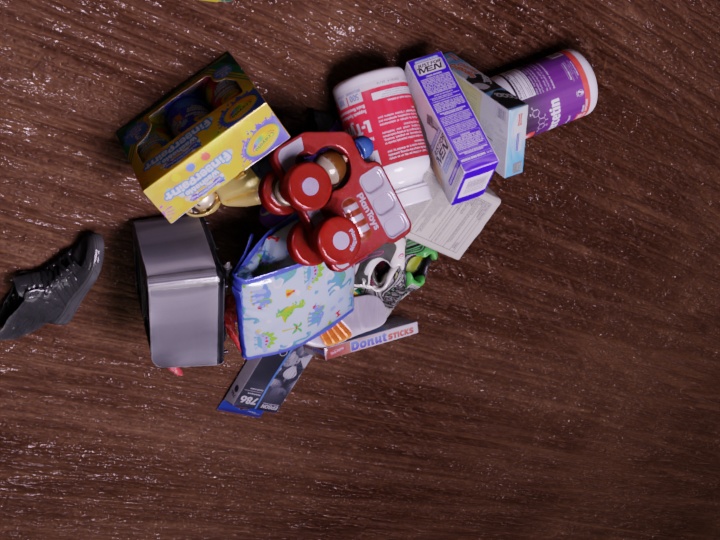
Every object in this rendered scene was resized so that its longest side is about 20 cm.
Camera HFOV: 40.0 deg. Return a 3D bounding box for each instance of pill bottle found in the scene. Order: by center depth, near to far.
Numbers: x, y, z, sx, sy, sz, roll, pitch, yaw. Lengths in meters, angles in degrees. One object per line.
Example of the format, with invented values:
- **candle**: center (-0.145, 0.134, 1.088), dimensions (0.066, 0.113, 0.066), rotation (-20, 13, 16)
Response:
- **pill bottle**: center (0.037, -0.190, 1.464), dimensions (0.112, 0.112, 0.201), rotation (-17, 91, -17)
- **pill bottle**: center (0.272, -0.274, 1.593), dimensions (0.199, 0.113, 0.113), rotation (-23, 132, -12)

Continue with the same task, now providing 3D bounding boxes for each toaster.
- **toaster**: center (-0.268, 0.023, 1.473), dimensions (0.118, 0.181, 0.201), rotation (-7, 128, -18)

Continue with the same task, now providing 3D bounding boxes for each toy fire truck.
- **toy fire truck**: center (-0.033, -0.103, 1.373), dimensions (0.168, 0.112, 0.201), rotation (-34, 104, -24)

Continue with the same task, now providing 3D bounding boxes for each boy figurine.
- **boy figurine**: center (-0.186, -0.146, 1.455), dimensions (0.199, 0.064, 0.125), rotation (-28, 105, 14)

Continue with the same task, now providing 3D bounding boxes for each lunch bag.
- **lunch bag**: center (-0.110, 0.024, 1.492), dimensions (0.200, 0.127, 0.171), rotation (-37, 143, -34)

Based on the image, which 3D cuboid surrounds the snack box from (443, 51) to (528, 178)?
- **snack box**: center (0.178, -0.239, 1.506), dimensions (0.037, 0.200, 0.117), rotation (-21, 133, -22)

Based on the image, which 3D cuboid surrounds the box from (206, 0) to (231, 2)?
- **box**: center (-0.244, -0.408, 1.249), dimensions (0.199, 0.048, 0.118), rotation (1, 124, -27)

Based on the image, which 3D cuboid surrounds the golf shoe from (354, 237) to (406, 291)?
- **golf shoe**: center (0.000, 0.000, 1.566), dimensions (0.077, 0.088, 0.200), rotation (12, 142, -32)

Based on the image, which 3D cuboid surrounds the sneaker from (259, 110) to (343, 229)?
- **sneaker**: center (-0.106, -0.161, 1.507), dimensions (0.099, 0.070, 0.200), rotation (35, 97, -38)

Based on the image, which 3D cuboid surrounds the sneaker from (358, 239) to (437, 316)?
- **sneaker**: center (0.061, 0.018, 1.722), dimensions (0.078, 0.085, 0.200), rotation (13, 118, -36)

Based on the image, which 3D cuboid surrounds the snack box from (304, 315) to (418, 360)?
- **snack box**: center (0.002, 0.117, 1.752), dimensions (0.199, 0.072, 0.024), rotation (-14, 105, -32)

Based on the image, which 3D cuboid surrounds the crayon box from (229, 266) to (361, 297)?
- **crayon box**: center (-0.107, 0.024, 1.651), dimensions (0.119, 0.058, 0.200), rotation (-45, 133, 8)

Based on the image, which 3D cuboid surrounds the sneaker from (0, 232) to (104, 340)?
- **sneaker**: center (-0.460, 0.022, 1.452), dimensions (0.104, 0.060, 0.200), rotation (12, 121, -40)

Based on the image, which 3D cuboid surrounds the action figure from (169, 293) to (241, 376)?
- **action figure**: center (-0.219, 0.107, 1.607), dimensions (0.099, 0.065, 0.200), rotation (31, 124, -26)

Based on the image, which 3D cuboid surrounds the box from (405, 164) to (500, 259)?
- **box**: center (0.107, -0.122, 1.621), dimensions (0.200, 0.109, 0.128), rotation (22, 112, -39)

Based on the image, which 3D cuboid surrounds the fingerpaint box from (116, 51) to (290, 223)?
- **fingerpaint box**: center (-0.219, -0.186, 1.352), dimensions (0.200, 0.167, 0.073), rotation (-35, 134, 1)

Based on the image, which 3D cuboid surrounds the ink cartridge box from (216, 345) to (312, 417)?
- **ink cartridge box**: center (-0.166, 0.193, 1.763), dimensions (0.099, 0.039, 0.200), rotation (16, 116, -37)

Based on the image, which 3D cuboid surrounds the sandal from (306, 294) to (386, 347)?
- **sandal**: center (-0.043, 0.090, 1.648), dimensions (0.206, 0.079, 0.059), rotation (-7, 163, -42)

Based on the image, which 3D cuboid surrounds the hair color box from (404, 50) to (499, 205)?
- **hair color box**: center (0.128, -0.212, 1.483), dimensions (0.065, 0.201, 0.109), rotation (-19, 161, -14)
